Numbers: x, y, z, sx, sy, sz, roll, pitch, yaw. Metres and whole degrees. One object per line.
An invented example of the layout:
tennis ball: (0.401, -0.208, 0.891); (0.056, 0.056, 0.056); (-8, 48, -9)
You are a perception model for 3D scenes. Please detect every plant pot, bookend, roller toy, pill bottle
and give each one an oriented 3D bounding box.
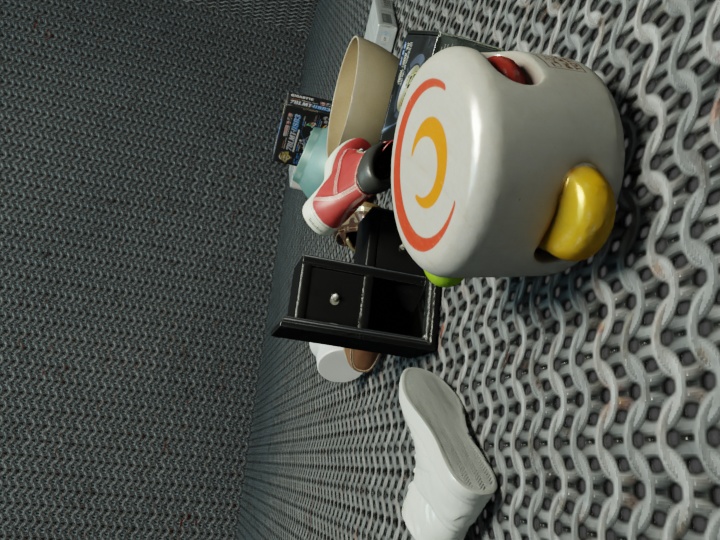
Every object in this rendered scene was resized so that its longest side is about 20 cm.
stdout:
plant pot: (-0.059, -0.216, 1.274); (0.200, 0.134, 0.201); (-157, 90, -82)
bookend: (0.000, 0.000, 0.814); (0.092, 0.198, 0.200); (137, 142, -69)
roller toy: (0.117, -0.086, 0.509); (0.200, 0.139, 0.183); (150, 118, -70)
pill bottle: (-0.038, 0.097, 1.102); (0.200, 0.109, 0.109); (-97, 21, -50)
plant pot: (0.032, -0.266, 1.018); (0.200, 0.134, 0.201); (-169, 90, -77)

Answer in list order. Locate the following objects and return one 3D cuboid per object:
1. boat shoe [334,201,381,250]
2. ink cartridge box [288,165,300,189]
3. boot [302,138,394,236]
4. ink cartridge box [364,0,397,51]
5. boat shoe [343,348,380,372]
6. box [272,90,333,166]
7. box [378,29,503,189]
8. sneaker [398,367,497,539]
boat shoe: (-0.013, -0.071, 1.213); (0.200, 0.072, 0.072); (147, 131, -66)
ink cartridge box: (-0.204, -0.391, 2.226); (0.200, 0.083, 0.147); (-105, 28, -61)
boot: (0.014, -0.140, 0.806); (0.144, 0.072, 0.200); (-34, 21, 35)
ink cartridge box: (0.034, -0.487, 1.391); (0.160, 0.047, 0.200); (-94, 14, -46)
boat shoe: (0.021, 0.073, 0.951); (0.072, 0.076, 0.200); (-117, 37, -66)
box: (-0.092, -0.310, 1.432); (0.200, 0.198, 0.050); (118, 160, -56)
box: (0.093, -0.206, 0.819); (0.164, 0.086, 0.200); (-113, 35, -66)
sneaker: (0.068, 0.199, 0.652); (0.200, 0.074, 0.116); (-108, 34, -62)
